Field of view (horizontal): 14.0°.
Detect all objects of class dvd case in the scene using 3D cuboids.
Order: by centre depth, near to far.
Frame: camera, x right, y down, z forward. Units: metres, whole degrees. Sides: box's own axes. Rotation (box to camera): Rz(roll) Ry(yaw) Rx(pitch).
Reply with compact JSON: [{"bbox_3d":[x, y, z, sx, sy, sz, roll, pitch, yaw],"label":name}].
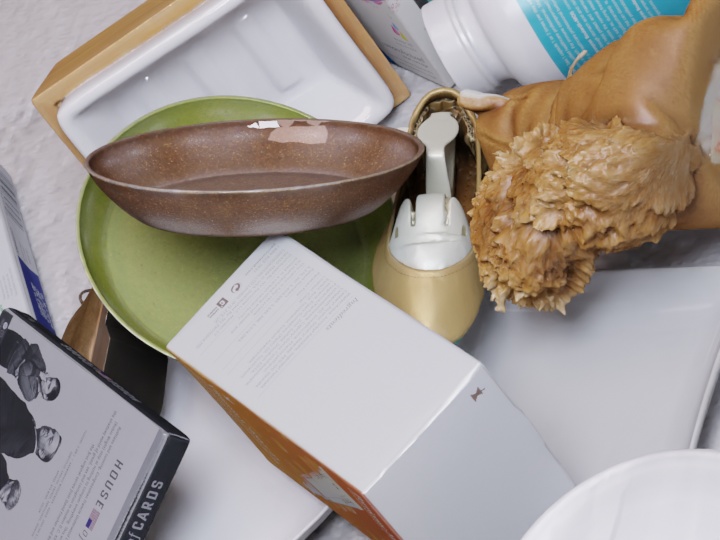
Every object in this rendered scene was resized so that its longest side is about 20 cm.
[{"bbox_3d":[-0.191,0.127,1.772,0.200,0.025,0.150,33,100,48],"label":"dvd case"}]

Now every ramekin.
[{"bbox_3d":[0.168,0.197,1.478,0.202,0.094,0.202,-15,53,22],"label":"ramekin"}]

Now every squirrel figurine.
[{"bbox_3d":[0.128,-0.069,1.691,0.187,0.142,0.200,-1,32,44],"label":"squirrel figurine"}]

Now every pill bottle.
[{"bbox_3d":[0.140,-0.182,1.816,0.200,0.111,0.111,-28,43,12],"label":"pill bottle"}]

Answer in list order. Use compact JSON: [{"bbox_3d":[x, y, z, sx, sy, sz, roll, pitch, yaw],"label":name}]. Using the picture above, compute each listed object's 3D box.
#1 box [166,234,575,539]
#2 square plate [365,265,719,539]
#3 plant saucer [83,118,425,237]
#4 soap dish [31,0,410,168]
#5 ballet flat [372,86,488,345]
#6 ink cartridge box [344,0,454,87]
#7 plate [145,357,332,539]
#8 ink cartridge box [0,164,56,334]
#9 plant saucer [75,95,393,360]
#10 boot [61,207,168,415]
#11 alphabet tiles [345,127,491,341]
[{"bbox_3d":[0.005,0.081,1.639,0.097,0.124,0.200,-47,42,-10],"label":"box"},{"bbox_3d":[0.115,0.087,1.669,0.198,0.028,0.200,-2,54,35],"label":"square plate"},{"bbox_3d":[-0.061,-0.053,1.721,0.200,0.037,0.200,-3,14,1],"label":"plant saucer"},{"bbox_3d":[-0.091,-0.120,1.901,0.200,0.157,0.081,-34,34,7],"label":"soap dish"},{"bbox_3d":[0.041,-0.036,1.738,0.069,0.063,0.200,-2,39,5],"label":"ballet flat"},{"bbox_3d":[-0.002,-0.217,1.881,0.067,0.200,0.116,-49,42,-11],"label":"ink cartridge box"},{"bbox_3d":[-0.121,0.161,1.773,0.200,0.032,0.200,-46,42,-8],"label":"plate"},{"bbox_3d":[-0.311,0.038,2.008,0.200,0.041,0.200,-32,43,10],"label":"ink cartridge box"},{"bbox_3d":[-0.076,-0.017,1.790,0.200,0.031,0.200,5,58,-8],"label":"plant saucer"},{"bbox_3d":[-0.153,0.011,1.842,0.075,0.074,0.200,-7,61,45],"label":"boot"},{"bbox_3d":[0.000,0.000,1.821,0.196,0.015,0.200,26,72,39],"label":"alphabet tiles"}]
